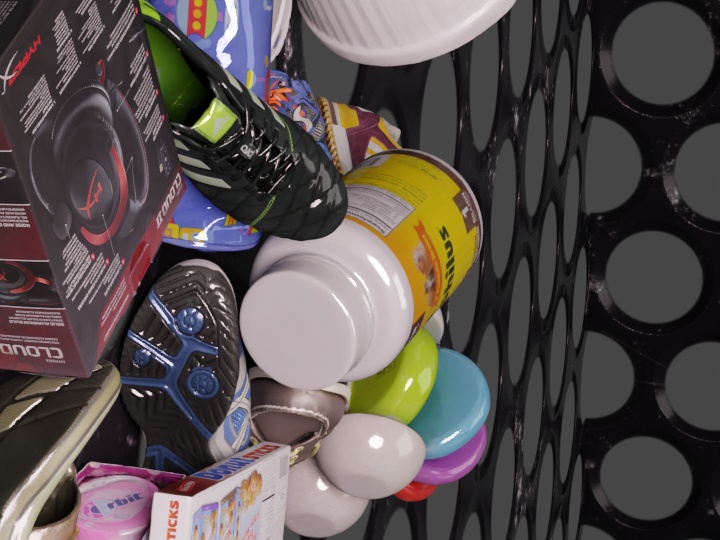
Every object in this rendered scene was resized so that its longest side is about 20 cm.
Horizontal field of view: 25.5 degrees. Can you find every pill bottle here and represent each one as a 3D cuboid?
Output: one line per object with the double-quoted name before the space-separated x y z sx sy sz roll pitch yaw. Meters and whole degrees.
"pill bottle" 0.000 0.000 1.021 0.200 0.109 0.110 -44 136 -58

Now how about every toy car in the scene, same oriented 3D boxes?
"toy car" 0.023 0.117 1.229 0.200 0.150 0.176 -44 -152 48

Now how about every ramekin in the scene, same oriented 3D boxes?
"ramekin" 0.027 -0.258 1.173 0.094 0.202 0.203 47 48 -52

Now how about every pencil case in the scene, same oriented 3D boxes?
"pencil case" -0.097 -0.111 0.961 0.078 0.086 0.201 -133 -135 -76

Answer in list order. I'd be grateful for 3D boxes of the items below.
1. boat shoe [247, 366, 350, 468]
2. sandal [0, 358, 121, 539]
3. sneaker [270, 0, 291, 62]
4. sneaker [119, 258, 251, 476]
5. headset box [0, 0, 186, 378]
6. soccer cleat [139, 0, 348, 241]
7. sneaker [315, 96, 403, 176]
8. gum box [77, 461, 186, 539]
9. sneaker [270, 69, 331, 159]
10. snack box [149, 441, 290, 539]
"boat shoe" -0.056 0.106 1.092 0.200 0.072 0.060 143 -36 -73
"sandal" -0.172 0.128 0.751 0.057 0.080 0.202 51 52 -42
"sneaker" -0.070 -0.230 1.025 0.082 0.074 0.201 -26 120 -74
"sneaker" -0.107 0.076 1.007 0.077 0.075 0.201 -72 170 -58
"headset box" -0.155 -0.056 0.770 0.149 0.075 0.201 -70 158 -44
"soccer cleat" -0.079 -0.077 0.884 0.068 0.200 0.081 -49 -154 0
"sneaker" 0.010 -0.053 1.217 0.075 0.090 0.201 123 -31 -42
"gum box" -0.154 0.208 0.860 0.200 0.066 0.114 -59 151 -59
"sneaker" -0.070 -0.100 1.102 0.200 0.075 0.079 -24 109 -82
"snack box" -0.080 0.151 0.942 0.200 0.024 0.072 -7 104 -77
